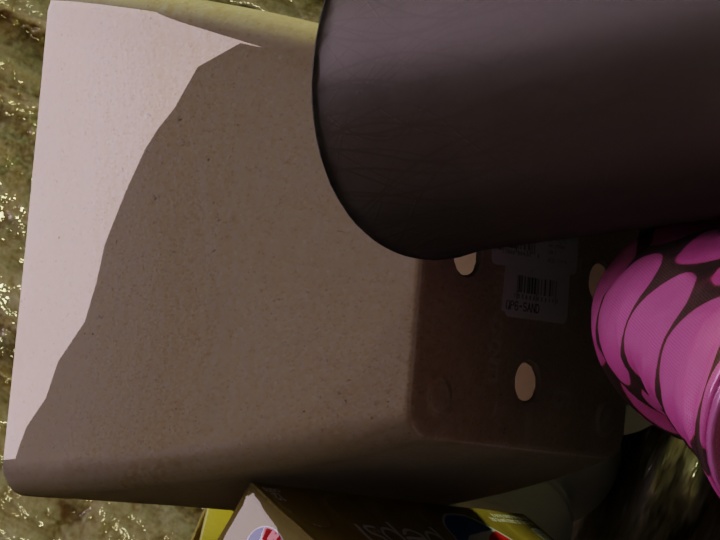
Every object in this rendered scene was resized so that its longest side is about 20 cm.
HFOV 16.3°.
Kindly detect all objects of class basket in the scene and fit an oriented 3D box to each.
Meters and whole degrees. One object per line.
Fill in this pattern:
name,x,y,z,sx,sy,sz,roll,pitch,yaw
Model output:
basket,0.110,-0.081,0.831,0.199,0.136,0.180,1,39,45

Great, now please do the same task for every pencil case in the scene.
pencil case,0.132,0.035,0.793,0.090,0.094,0.200,-29,8,3

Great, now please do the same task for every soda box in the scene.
soda box,0.020,0.134,0.995,0.200,0.068,0.064,13,-69,-54

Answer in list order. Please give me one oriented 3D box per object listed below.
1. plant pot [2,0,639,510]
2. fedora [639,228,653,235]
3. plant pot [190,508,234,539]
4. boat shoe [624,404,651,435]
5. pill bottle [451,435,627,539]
plant pot,0.000,0.000,0.991,0.176,0.199,0.201,2,84,41
fedora,0.104,-0.094,1.169,0.090,0.176,0.200,58,-135,-38
plant pot,-0.026,0.242,1.044,0.200,0.176,0.201,-89,22,-78
boat shoe,0.054,0.017,1.113,0.069,0.199,0.057,-48,-44,-23
pill bottle,0.076,0.052,1.193,0.111,0.111,0.201,119,173,-51
